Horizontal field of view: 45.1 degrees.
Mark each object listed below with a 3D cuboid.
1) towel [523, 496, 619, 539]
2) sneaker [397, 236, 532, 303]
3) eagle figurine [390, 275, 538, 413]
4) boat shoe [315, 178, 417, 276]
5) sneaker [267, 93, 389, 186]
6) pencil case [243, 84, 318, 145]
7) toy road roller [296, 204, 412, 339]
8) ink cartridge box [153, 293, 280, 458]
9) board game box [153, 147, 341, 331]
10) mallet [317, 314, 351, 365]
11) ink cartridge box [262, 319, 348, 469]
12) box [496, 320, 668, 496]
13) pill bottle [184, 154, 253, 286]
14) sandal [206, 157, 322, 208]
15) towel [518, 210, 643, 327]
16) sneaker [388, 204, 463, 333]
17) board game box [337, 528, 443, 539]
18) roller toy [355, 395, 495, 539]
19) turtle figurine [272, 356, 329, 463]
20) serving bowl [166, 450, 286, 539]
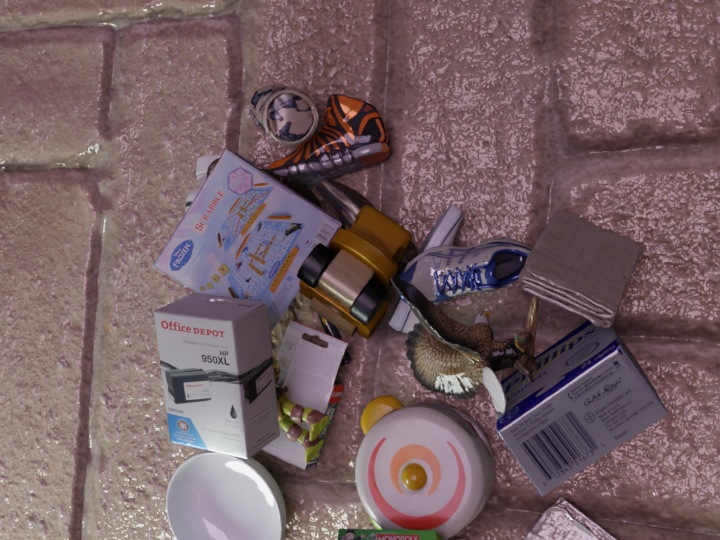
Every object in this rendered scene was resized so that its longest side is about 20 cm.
[{"bbox_3d":[0.269,0.425,1.187,0.132,0.034,0.201,34,97,19],"label":"towel"},{"bbox_3d":[0.148,-0.001,1.197,0.198,0.088,0.076,-19,103,-9],"label":"sneaker"},{"bbox_3d":[0.131,0.094,1.130,0.198,0.151,0.153,6,92,18],"label":"eagle figurine"},{"bbox_3d":[-0.005,-0.062,1.304,0.200,0.074,0.074,45,109,25],"label":"boat shoe"},{"bbox_3d":[-0.057,-0.202,1.342,0.198,0.078,0.113,-15,76,8],"label":"sneaker"},{"bbox_3d":[-0.119,-0.235,1.297,0.089,0.200,0.078,-25,109,-6],"label":"pencil case"},{"bbox_3d":[0.000,0.000,1.229,0.122,0.200,0.146,35,75,7],"label":"toy road roller"},{"bbox_3d":[-0.200,0.144,1.210,0.144,0.084,0.202,4,107,29],"label":"ink cartridge box"},{"bbox_3d":[-0.163,-0.041,1.259,0.199,0.041,0.201,33,97,-15],"label":"board game box"},{"bbox_3d":[-0.074,0.056,1.339,0.065,0.041,0.202,-21,83,15],"label":"mallet"},{"bbox_3d":[-0.089,0.188,1.324,0.108,0.050,0.202,20,91,21],"label":"ink cartridge box"},{"bbox_3d":[0.274,0.164,1.112,0.183,0.200,0.105,-37,91,12],"label":"box"},{"bbox_3d":[-0.214,-0.072,1.353,0.119,0.119,0.202,1,85,19],"label":"pill bottle"},{"bbox_3d":[-0.144,-0.107,1.307,0.199,0.055,0.082,22,83,-21],"label":"sandal"},{"bbox_3d":[0.290,-0.006,1.137,0.132,0.200,0.035,26,129,15],"label":"towel"},{"bbox_3d":[0.112,0.004,1.269,0.070,0.073,0.201,25,96,-3],"label":"sneaker"},{"bbox_3d":[0.063,0.396,1.179,0.133,0.200,0.029,-5,55,18],"label":"board game box"},{"bbox_3d":[0.090,0.277,1.206,0.181,0.140,0.202,0,85,19],"label":"roller toy"},{"bbox_3d":[-0.126,0.211,1.275,0.161,0.064,0.201,31,116,21],"label":"turtle figurine"},{"bbox_3d":[-0.196,0.362,1.327,0.198,0.066,0.202,4,102,21],"label":"serving bowl"}]
